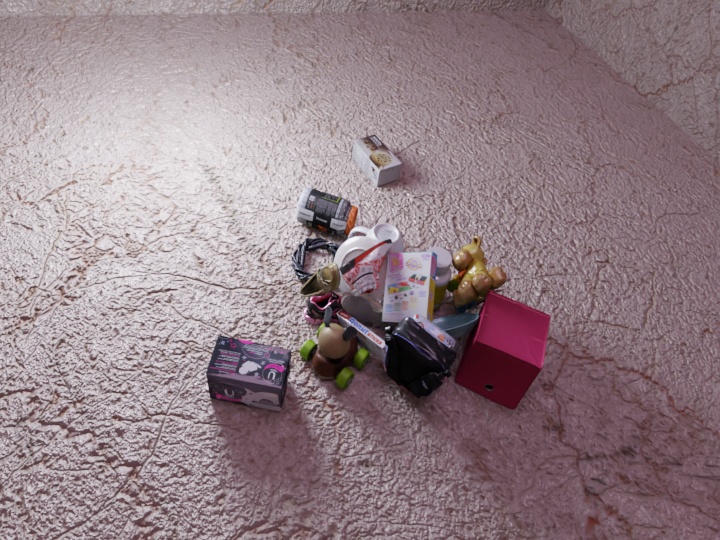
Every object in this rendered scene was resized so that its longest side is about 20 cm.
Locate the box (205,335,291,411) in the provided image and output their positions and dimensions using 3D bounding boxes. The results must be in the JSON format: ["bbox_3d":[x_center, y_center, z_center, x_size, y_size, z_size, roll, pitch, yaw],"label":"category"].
[{"bbox_3d":[-0.284,0.268,1.416,0.192,0.134,0.117,12,50,0],"label":"box"}]

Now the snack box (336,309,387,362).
[{"bbox_3d":[0.008,0.185,1.556,0.024,0.073,0.198,-38,47,-22],"label":"snack box"}]

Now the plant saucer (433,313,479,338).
[{"bbox_3d":[0.241,0.164,1.552,0.194,0.199,0.037,-15,94,-23],"label":"plant saucer"}]

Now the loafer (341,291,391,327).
[{"bbox_3d":[0.016,0.109,1.634,0.197,0.073,0.063,28,21,-32],"label":"loafer"}]

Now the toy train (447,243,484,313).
[{"bbox_3d":[0.309,0.028,1.737,0.114,0.084,0.205,-25,84,-37],"label":"toy train"}]

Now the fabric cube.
[{"bbox_3d":[0.400,0.223,1.553,0.191,0.203,0.202,23,47,9],"label":"fabric cube"}]

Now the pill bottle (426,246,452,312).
[{"bbox_3d":[0.217,0.030,1.688,0.107,0.204,0.114,5,46,-6],"label":"pill bottle"}]

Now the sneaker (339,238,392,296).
[{"bbox_3d":[0.035,-0.004,1.591,0.199,0.067,0.110,-32,93,-34],"label":"sneaker"}]

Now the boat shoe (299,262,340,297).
[{"bbox_3d":[-0.118,0.035,1.620,0.061,0.199,0.076,-14,81,-31],"label":"boat shoe"}]

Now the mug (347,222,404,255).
[{"bbox_3d":[0.047,-0.065,1.754,0.195,0.179,0.149,27,47,14],"label":"mug"}]

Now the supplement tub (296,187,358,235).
[{"bbox_3d":[-0.112,-0.197,1.878,0.193,0.125,0.124,18,46,6],"label":"supplement tub"}]

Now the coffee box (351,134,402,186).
[{"bbox_3d":[0.060,-0.432,2.154,0.110,0.081,0.202,-20,55,-25],"label":"coffee box"}]

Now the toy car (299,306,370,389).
[{"bbox_3d":[-0.061,0.184,1.490,0.162,0.204,0.158,32,49,18],"label":"toy car"}]

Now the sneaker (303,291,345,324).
[{"bbox_3d":[-0.071,0.103,1.636,0.193,0.097,0.080,-6,47,-19],"label":"sneaker"}]

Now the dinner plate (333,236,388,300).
[{"bbox_3d":[0.000,0.000,1.683,0.196,0.205,0.024,29,18,16],"label":"dinner plate"}]

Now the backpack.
[{"bbox_3d":[0.149,0.227,1.435,0.198,0.194,0.153,38,47,16],"label":"backpack"}]

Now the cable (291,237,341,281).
[{"bbox_3d":[-0.143,-0.039,1.778,0.160,0.052,0.200,32,50,17],"label":"cable"}]

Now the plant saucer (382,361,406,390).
[{"bbox_3d":[0.154,0.262,1.569,0.193,0.052,0.205,6,48,-6],"label":"plant saucer"}]

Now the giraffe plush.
[{"bbox_3d":[0.337,-0.006,1.628,0.196,0.171,0.167,-2,64,-49],"label":"giraffe plush"}]

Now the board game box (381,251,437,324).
[{"bbox_3d":[0.141,0.052,1.589,0.149,0.040,0.208,0,77,33],"label":"board game box"}]
